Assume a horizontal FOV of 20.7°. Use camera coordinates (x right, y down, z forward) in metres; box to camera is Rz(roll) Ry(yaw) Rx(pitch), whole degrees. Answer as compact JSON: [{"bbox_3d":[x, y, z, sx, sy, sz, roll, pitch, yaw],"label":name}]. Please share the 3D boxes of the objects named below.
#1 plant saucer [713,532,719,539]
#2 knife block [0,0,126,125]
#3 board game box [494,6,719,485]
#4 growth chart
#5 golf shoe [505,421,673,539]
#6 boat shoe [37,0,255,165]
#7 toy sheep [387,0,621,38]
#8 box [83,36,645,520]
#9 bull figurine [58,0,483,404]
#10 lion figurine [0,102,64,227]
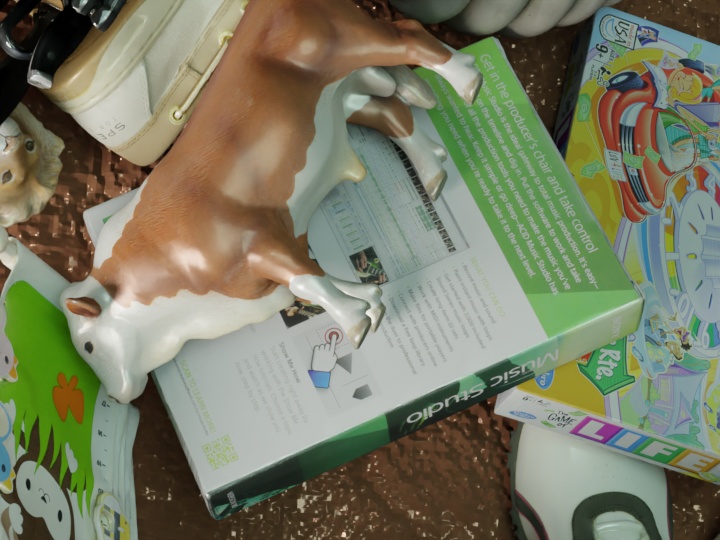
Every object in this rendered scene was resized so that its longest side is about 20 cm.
[{"bbox_3d":[0.231,0.184,0.866,0.037,0.200,0.201,27,73,-52],"label":"plant saucer"},{"bbox_3d":[-0.123,-0.143,0.814,0.064,0.200,0.176,42,100,-19],"label":"knife block"},{"bbox_3d":[0.146,-0.011,0.892,0.134,0.034,0.201,18,64,-8],"label":"board game box"},{"bbox_3d":[-0.115,0.090,0.781,0.018,0.145,0.201,-14,69,18],"label":"growth chart"},{"bbox_3d":[0.117,0.137,0.869,0.077,0.088,0.201,-5,82,-14],"label":"golf shoe"},{"bbox_3d":[-0.060,-0.130,0.868,0.200,0.074,0.069,-52,121,-19],"label":"boat shoe"},{"bbox_3d":[0.062,-0.168,0.869,0.199,0.138,0.139,-6,85,-21],"label":"toy sheep"},{"bbox_3d":[0.000,0.000,0.836,0.199,0.036,0.145,-24,65,-6],"label":"box"},{"bbox_3d":[-0.036,-0.029,0.798,0.121,0.065,0.201,23,75,6],"label":"bull figurine"},{"bbox_3d":[-0.222,-0.007,0.809,0.122,0.072,0.200,39,89,-23],"label":"lion figurine"}]
